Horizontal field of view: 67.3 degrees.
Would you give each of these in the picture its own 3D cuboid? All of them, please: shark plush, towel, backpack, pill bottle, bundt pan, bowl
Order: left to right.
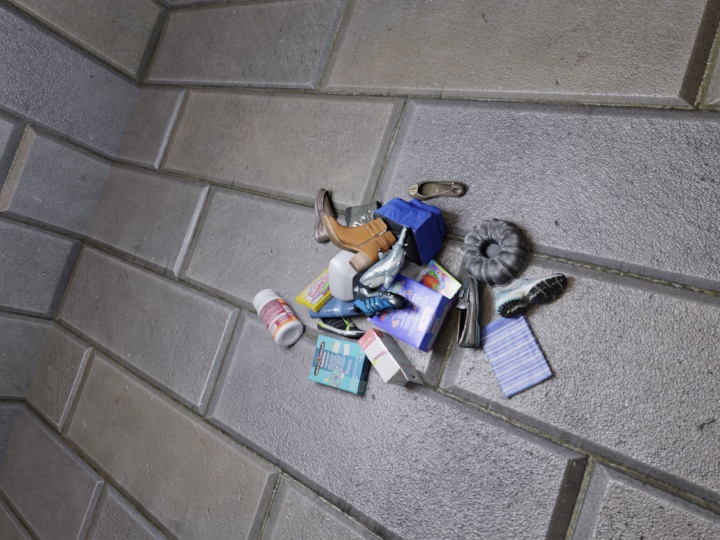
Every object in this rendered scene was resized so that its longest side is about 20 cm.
[{"bbox_3d":[-0.294,0.162,1.902,0.110,0.109,0.200,-50,55,11],"label":"pill bottle"},{"bbox_3d":[-0.066,0.110,1.762,0.198,0.049,0.112,-7,37,23],"label":"towel"},{"bbox_3d":[0.000,0.000,1.673,0.199,0.201,0.075,-36,61,-24],"label":"bowl"},{"bbox_3d":[0.079,-0.031,1.523,0.083,0.091,0.201,30,115,-1],"label":"shark plush"},{"bbox_3d":[0.148,-0.131,1.655,0.167,0.164,0.199,-38,43,-27],"label":"backpack"},{"bbox_3d":[0.371,-0.057,1.531,0.200,0.076,0.204,-11,70,33],"label":"bundt pan"},{"bbox_3d":[0.410,0.219,1.453,0.144,0.024,0.202,-33,60,24],"label":"towel"}]

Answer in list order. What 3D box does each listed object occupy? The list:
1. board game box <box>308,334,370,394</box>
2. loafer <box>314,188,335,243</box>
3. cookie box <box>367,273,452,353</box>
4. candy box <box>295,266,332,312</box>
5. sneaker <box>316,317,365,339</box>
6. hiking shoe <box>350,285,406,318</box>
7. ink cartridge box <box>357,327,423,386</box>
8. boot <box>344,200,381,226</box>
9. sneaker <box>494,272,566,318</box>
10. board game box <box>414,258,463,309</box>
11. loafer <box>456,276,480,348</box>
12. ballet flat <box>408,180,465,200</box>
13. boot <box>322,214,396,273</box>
[{"bbox_3d":[-0.063,0.300,1.740,0.198,0.047,0.153,7,81,36],"label":"board game box"},{"bbox_3d":[-0.119,-0.195,1.921,0.070,0.073,0.203,-5,78,22],"label":"loafer"},{"bbox_3d":[0.142,0.118,1.578,0.199,0.075,0.173,27,92,38],"label":"cookie box"},{"bbox_3d":[-0.115,0.051,1.798,0.102,0.027,0.200,19,54,43],"label":"candy box"},{"bbox_3d":[-0.065,0.170,1.766,0.198,0.072,0.084,10,80,36],"label":"sneaker"},{"bbox_3d":[0.055,0.100,1.563,0.199,0.074,0.088,10,89,48],"label":"hiking shoe"},{"bbox_3d":[0.090,0.272,1.599,0.068,0.116,0.200,-46,55,13],"label":"ink cartridge box"},{"bbox_3d":[0.012,-0.134,1.811,0.129,0.068,0.203,-7,74,27],"label":"boot"},{"bbox_3d":[0.447,0.046,1.447,0.198,0.078,0.087,-25,35,13],"label":"sneaker"},{"bbox_3d":[0.204,0.086,1.621,0.134,0.045,0.201,44,102,35],"label":"board game box"},{"bbox_3d":[0.297,0.117,1.515,0.062,0.072,0.203,-1,79,-7],"label":"loafer"},{"bbox_3d":[0.233,-0.256,1.702,0.198,0.046,0.068,7,79,36],"label":"ballet flat"},{"bbox_3d":[-0.003,-0.111,1.573,0.154,0.074,0.201,-38,95,-13],"label":"boot"}]
